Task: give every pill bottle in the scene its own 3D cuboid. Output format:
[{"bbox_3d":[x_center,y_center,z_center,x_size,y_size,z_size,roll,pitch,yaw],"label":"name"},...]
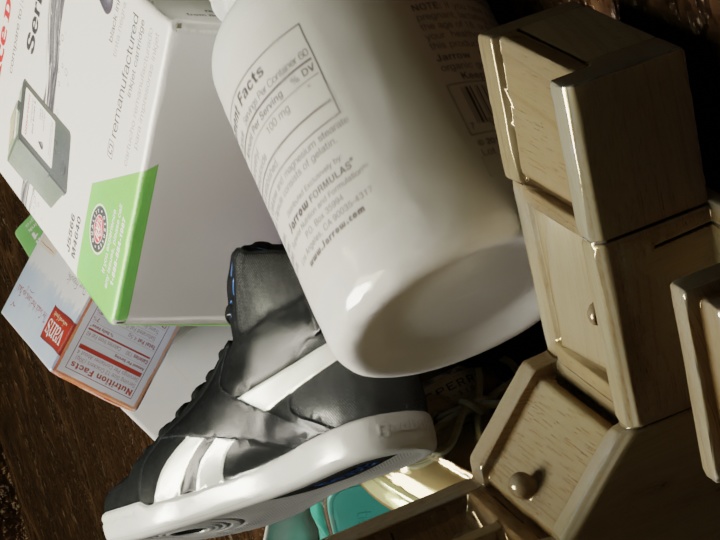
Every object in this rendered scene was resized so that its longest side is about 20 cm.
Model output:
[{"bbox_3d":[0.005,-0.070,0.898,0.115,0.113,0.201,103,146,-61],"label":"pill bottle"}]

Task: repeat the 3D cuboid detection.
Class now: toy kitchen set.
[{"bbox_3d":[0.052,0.047,0.741,0.163,0.179,0.202,-142,35,-62],"label":"toy kitchen set"}]

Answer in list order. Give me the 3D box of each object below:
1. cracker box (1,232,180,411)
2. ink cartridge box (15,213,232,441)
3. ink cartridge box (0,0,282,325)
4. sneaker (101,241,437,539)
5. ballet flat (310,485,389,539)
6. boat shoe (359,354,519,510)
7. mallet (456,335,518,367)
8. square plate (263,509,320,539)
[{"bbox_3d":[-0.112,-0.038,1.226,0.201,0.057,0.134,-61,23,2],"label":"cracker box"},{"bbox_3d":[-0.112,0.038,1.378,0.146,0.084,0.200,49,-178,-37],"label":"ink cartridge box"},{"bbox_3d":[-0.104,-0.084,1.067,0.200,0.083,0.147,45,128,51],"label":"ink cartridge box"},{"bbox_3d":[-0.047,0.049,0.995,0.199,0.073,0.113,-24,71,43],"label":"sneaker"},{"bbox_3d":[0.009,0.161,1.253,0.071,0.067,0.201,-88,-5,-52],"label":"ballet flat"},{"bbox_3d":[0.020,0.054,1.007,0.199,0.073,0.063,32,125,35],"label":"boat shoe"},{"bbox_3d":[0.027,-0.052,0.997,0.066,0.041,0.201,96,157,-60],"label":"mallet"},{"bbox_3d":[-0.030,0.214,1.302,0.201,0.028,0.199,78,-163,-53],"label":"square plate"}]
